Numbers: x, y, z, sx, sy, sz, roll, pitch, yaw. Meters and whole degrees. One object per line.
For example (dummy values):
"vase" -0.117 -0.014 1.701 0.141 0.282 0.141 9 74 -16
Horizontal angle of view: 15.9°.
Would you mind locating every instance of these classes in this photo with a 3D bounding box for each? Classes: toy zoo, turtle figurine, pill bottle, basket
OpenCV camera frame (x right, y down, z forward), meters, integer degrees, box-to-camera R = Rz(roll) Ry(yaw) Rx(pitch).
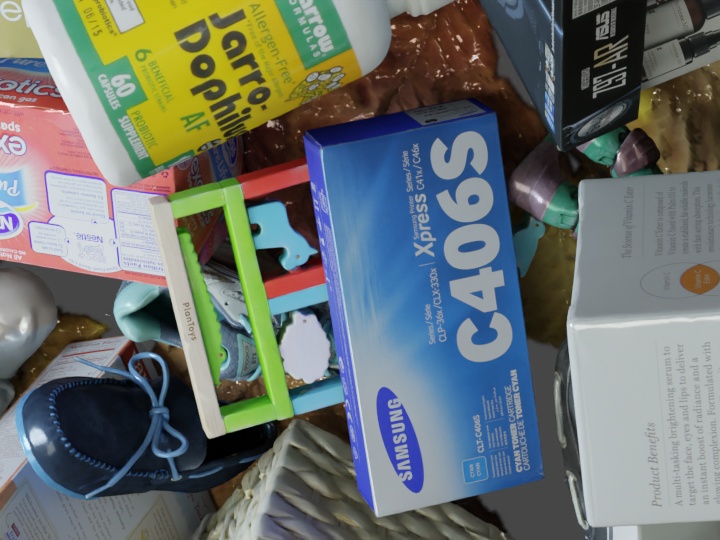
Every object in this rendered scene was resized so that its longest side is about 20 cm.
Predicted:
"toy zoo" 0.000 0.000 1.347 0.200 0.020 0.131 -16 106 -9
"turtle figurine" 0.171 -0.011 1.287 0.200 0.101 0.150 39 122 7
"pill bottle" -0.055 -0.130 1.262 0.200 0.113 0.113 -25 109 -2
"basket" 0.001 0.196 1.440 0.200 0.136 0.123 29 124 -7

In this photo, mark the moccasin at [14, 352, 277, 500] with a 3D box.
"moccasin" -0.115 0.082 1.423 0.068 0.200 0.081 -22 79 24

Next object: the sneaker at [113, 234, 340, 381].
"sneaker" -0.042 0.036 1.410 0.200 0.086 0.078 13 123 16

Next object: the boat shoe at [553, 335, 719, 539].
"boat shoe" 0.143 0.116 1.393 0.068 0.072 0.200 33 151 45

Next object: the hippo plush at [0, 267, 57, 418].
"hippo plush" -0.282 0.078 1.493 0.159 0.161 0.200 22 125 10

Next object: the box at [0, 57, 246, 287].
"box" -0.170 -0.067 1.400 0.200 0.095 0.103 8 122 19

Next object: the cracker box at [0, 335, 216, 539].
"cracker box" -0.164 0.143 1.455 0.058 0.200 0.134 -9 114 29

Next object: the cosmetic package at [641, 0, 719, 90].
"cosmetic package" 0.128 -0.191 1.207 0.082 0.051 0.200 -23 110 1

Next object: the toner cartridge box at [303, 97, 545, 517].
"toner cartridge box" 0.034 0.019 1.326 0.095 0.043 0.200 -12 106 -10

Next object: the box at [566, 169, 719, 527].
"box" 0.198 0.029 1.163 0.200 0.152 0.107 -4 116 9

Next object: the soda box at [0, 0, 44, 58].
"soda box" -0.190 -0.155 1.373 0.200 0.068 0.064 3 120 22

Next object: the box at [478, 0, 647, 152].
"box" 0.075 -0.163 1.154 0.043 0.200 0.160 -25 71 -5
